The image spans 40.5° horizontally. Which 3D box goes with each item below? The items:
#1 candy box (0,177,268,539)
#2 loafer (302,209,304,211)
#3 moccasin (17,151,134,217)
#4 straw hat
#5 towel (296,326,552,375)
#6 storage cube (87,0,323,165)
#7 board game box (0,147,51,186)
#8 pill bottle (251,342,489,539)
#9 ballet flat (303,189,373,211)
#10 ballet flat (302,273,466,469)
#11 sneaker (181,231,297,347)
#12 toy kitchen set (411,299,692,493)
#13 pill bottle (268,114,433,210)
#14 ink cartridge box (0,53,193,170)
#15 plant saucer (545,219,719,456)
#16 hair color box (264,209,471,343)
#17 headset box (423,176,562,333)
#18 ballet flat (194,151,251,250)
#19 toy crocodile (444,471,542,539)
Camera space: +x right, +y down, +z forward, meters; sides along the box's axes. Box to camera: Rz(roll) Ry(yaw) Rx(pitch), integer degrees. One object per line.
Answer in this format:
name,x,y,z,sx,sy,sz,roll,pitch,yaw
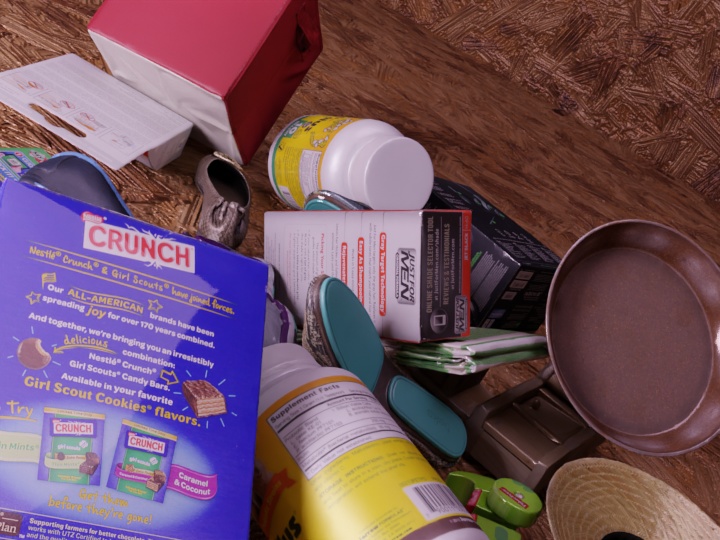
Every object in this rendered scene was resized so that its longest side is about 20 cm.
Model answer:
candy box,-0.143,0.071,0.544,0.168,0.077,0.201,19,55,-25
loafer,0.008,-0.003,0.990,0.199,0.071,0.073,21,24,-19
moccasin,-0.180,0.011,0.703,0.200,0.080,0.068,50,33,2
straw hat,0.192,0.236,0.691,0.200,0.085,0.202,22,29,-13
towel,0.048,0.062,0.837,0.199,0.024,0.152,2,3,37
storage cube,-0.162,-0.256,1.082,0.199,0.181,0.171,29,-15,10
board game box,-0.260,-0.036,0.795,0.200,0.029,0.134,40,24,24
pill bottle,-0.014,0.138,0.618,0.109,0.110,0.200,6,32,-44
ballet flat,0.027,-0.011,0.943,0.200,0.074,0.074,48,19,-12
ballet flat,0.001,0.088,0.739,0.200,0.075,0.068,49,41,-28
sneaker,-0.110,0.032,0.771,0.087,0.075,0.200,31,10,-23
toy kitchen set,0.167,0.068,0.892,0.163,0.181,0.199,38,24,23
pill bottle,-0.011,-0.107,1.048,0.112,0.114,0.200,14,3,-32
ink cartridge box,-0.279,-0.151,0.997,0.159,0.047,0.200,31,24,0
plant saucer,0.239,0.057,0.833,0.199,0.202,0.034,24,-20,-13
hair color box,0.000,0.000,0.812,0.061,0.102,0.199,-2,4,-41
headset box,0.121,-0.025,1.122,0.200,0.093,0.174,42,19,26
ballet flat,-0.139,-0.081,1.012,0.067,0.047,0.200,23,23,-16
toy crocodile,0.086,0.198,0.670,0.061,0.068,0.200,22,21,-2
